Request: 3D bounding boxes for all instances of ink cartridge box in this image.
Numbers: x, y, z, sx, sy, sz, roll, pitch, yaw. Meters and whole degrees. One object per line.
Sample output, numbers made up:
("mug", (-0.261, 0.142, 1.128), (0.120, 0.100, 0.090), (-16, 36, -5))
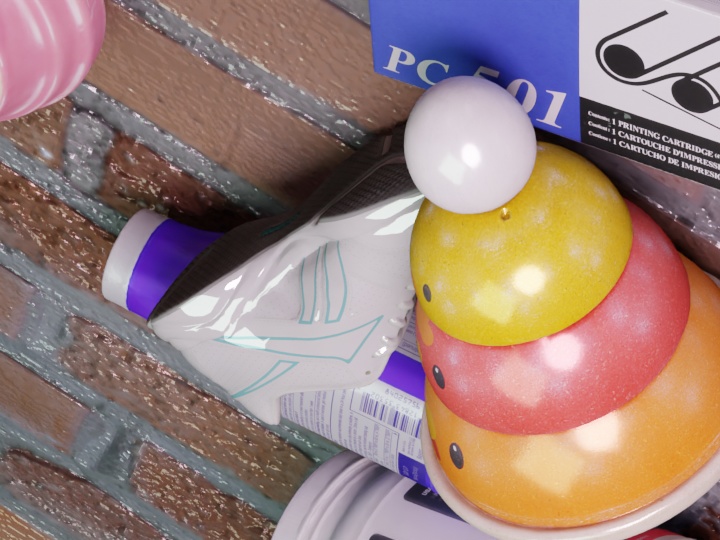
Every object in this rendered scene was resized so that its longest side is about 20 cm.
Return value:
("ink cartridge box", (0.098, -0.088, 1.073), (0.199, 0.044, 0.094), (20, 145, 20))

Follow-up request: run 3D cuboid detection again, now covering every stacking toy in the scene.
("stacking toy", (0.064, -0.003, 1.119), (0.146, 0.146, 0.200), (9, 143, 34))

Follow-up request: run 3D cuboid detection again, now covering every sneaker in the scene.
("sneaker", (0.000, 0.000, 1.232), (0.200, 0.070, 0.080), (-30, 107, 40))

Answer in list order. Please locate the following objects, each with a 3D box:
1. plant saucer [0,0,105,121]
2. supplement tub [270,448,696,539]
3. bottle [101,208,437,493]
("plant saucer", (-0.205, -0.124, 1.212), (0.200, 0.051, 0.201), (19, 150, 12))
("supplement tub", (0.066, 0.168, 1.357), (0.199, 0.140, 0.141), (18, 147, 36))
("bottle", (-0.022, 0.033, 1.330), (0.199, 0.065, 0.084), (25, 149, 13))
